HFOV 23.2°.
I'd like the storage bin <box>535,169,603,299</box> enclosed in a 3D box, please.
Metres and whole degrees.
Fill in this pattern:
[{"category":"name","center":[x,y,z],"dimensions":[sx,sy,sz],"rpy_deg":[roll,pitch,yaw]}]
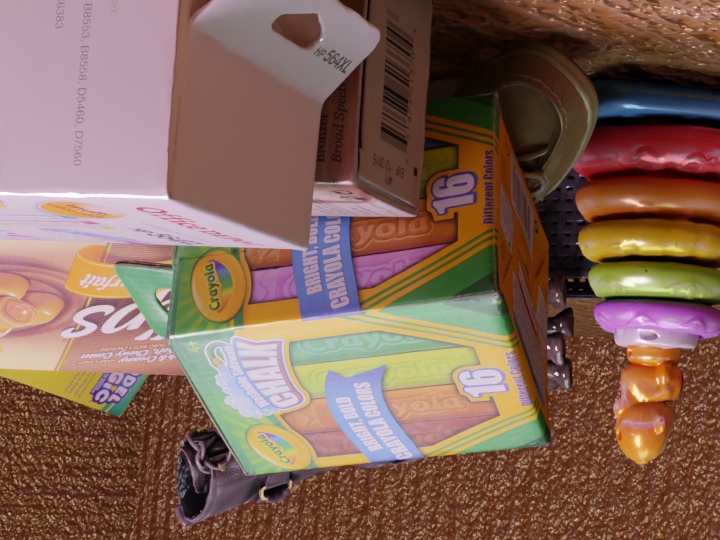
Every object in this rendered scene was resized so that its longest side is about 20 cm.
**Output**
[{"category":"storage bin","center":[0.109,-0.033,1.176],"dimensions":[0.199,0.094,0.135],"rpy_deg":[-1,173,34]}]

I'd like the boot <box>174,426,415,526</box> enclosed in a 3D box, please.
[{"category":"boot","center":[-0.024,0.090,1.050],"dimensions":[0.174,0.069,0.200],"rpy_deg":[-14,151,-26]}]

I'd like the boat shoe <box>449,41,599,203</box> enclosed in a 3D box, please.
[{"category":"boat shoe","center":[0.048,-0.042,0.904],"dimensions":[0.073,0.063,0.201],"rpy_deg":[45,139,-7]}]

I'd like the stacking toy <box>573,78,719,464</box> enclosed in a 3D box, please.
[{"category":"stacking toy","center":[0.160,0.004,0.943],"dimensions":[0.109,0.201,0.116],"rpy_deg":[6,174,-16]}]

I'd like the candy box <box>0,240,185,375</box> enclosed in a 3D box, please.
[{"category":"candy box","center":[-0.145,-0.001,0.919],"dimensions":[0.199,0.055,0.116],"rpy_deg":[4,139,-39]}]

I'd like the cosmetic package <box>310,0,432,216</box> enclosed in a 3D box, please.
[{"category":"cosmetic package","center":[-0.077,-0.079,0.772],"dimensions":[0.199,0.104,0.087],"rpy_deg":[0,173,21]}]

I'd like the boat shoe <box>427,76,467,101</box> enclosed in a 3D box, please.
[{"category":"boat shoe","center":[0.028,-0.064,1.015],"dimensions":[0.071,0.070,0.200],"rpy_deg":[8,173,-36]}]

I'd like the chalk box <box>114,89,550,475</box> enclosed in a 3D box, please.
[{"category":"chalk box","center":[-0.018,0.012,0.839],"dimensions":[0.199,0.124,0.125],"rpy_deg":[-9,141,15]}]

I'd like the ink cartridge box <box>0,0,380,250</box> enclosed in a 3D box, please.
[{"category":"ink cartridge box","center":[-0.104,-0.078,0.665],"dimensions":[0.199,0.126,0.128],"rpy_deg":[2,174,22]}]

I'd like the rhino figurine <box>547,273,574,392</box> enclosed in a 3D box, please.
[{"category":"rhino figurine","center":[0.095,0.049,1.148],"dimensions":[0.087,0.060,0.200],"rpy_deg":[2,163,10]}]

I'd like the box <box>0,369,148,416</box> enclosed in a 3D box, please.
[{"category":"box","center":[-0.190,0.024,1.160],"dimensions":[0.200,0.118,0.048],"rpy_deg":[25,-166,-47]}]
